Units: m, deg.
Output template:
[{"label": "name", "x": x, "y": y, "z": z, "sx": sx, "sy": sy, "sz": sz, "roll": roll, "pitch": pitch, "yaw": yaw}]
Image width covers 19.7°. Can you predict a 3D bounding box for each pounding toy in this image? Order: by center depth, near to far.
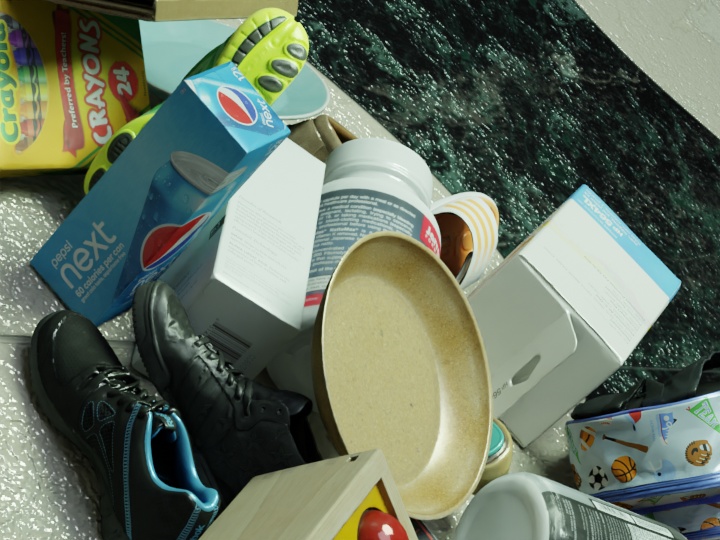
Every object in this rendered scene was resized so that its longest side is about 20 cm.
[{"label": "pounding toy", "x": 0.002, "y": 0.233, "z": 1.307, "sx": 0.202, "sy": 0.141, "sz": 0.184, "roll": 67, "pitch": 30, "yaw": -14}]

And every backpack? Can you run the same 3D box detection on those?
[{"label": "backpack", "x": 0.255, "y": 0.150, "z": 1.670, "sx": 0.190, "sy": 0.199, "sz": 0.156, "roll": 15, "pitch": 59, "yaw": -59}]

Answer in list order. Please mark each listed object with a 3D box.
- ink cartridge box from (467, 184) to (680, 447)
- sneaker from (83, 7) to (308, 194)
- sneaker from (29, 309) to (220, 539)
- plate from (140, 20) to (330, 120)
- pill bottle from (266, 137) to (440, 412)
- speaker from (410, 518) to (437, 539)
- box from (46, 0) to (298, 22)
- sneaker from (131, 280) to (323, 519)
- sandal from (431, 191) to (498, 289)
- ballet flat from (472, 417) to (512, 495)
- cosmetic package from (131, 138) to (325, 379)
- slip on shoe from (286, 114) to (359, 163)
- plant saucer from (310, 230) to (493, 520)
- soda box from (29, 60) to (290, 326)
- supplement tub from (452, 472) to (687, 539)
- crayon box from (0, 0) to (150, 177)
[{"label": "ink cartridge box", "x": 0.160, "y": 0.040, "z": 1.741, "sx": 0.125, "sy": 0.129, "sz": 0.200, "roll": 46, "pitch": 32, "yaw": 2}, {"label": "sneaker", "x": -0.115, "y": -0.108, "z": 1.517, "sx": 0.074, "sy": 0.200, "sz": 0.084, "roll": 49, "pitch": -5, "yaw": -3}, {"label": "sneaker", "x": -0.150, "y": 0.101, "z": 1.363, "sx": 0.073, "sy": 0.082, "sz": 0.201, "roll": -4, "pitch": 56, "yaw": -47}, {"label": "plate", "x": -0.122, "y": -0.160, "z": 1.684, "sx": 0.198, "sy": 0.026, "sz": 0.201, "roll": 15, "pitch": 24, "yaw": -7}, {"label": "pill bottle", "x": 0.000, "y": 0.000, "z": 1.581, "sx": 0.119, "sy": 0.119, "sz": 0.201, "roll": 31, "pitch": 46, "yaw": -22}, {"label": "speaker", "x": 0.041, "y": 0.235, "z": 1.439, "sx": 0.200, "sy": 0.081, "sz": 0.081, "roll": 51, "pitch": 33, "yaw": 8}, {"label": "box", "x": -0.163, "y": -0.206, "z": 1.520, "sx": 0.162, "sy": 0.022, "sz": 0.200, "roll": 14, "pitch": 14, "yaw": 26}, {"label": "sneaker", "x": -0.078, "y": 0.093, "z": 1.396, "sx": 0.060, "sy": 0.103, "sz": 0.202, "roll": -25, "pitch": 99, "yaw": -74}, {"label": "sandal", "x": 0.065, "y": -0.012, "z": 1.731, "sx": 0.206, "sy": 0.059, "sz": 0.080, "roll": -17, "pitch": 111, "yaw": -48}, {"label": "ballet flat", "x": 0.048, "y": 0.103, "z": 1.605, "sx": 0.068, "sy": 0.063, "sz": 0.200, "roll": -27, "pitch": 50, "yaw": -15}, {"label": "cosmetic package", "x": -0.094, "y": -0.008, "z": 1.521, "sx": 0.081, "sy": 0.113, "sz": 0.201, "roll": 32, "pitch": 33, "yaw": -21}, {"label": "slip on shoe", "x": 0.003, "y": -0.075, "z": 1.723, "sx": 0.199, "sy": 0.060, "sz": 0.077, "roll": 32, "pitch": 31, "yaw": -45}, {"label": "plant saucer", "x": 0.023, "y": 0.075, "z": 1.437, "sx": 0.199, "sy": 0.035, "sz": 0.202, "roll": 23, "pitch": 61, "yaw": -49}, {"label": "soda box", "x": -0.140, "y": -0.050, "z": 1.429, "sx": 0.068, "sy": 0.200, "sz": 0.064, "roll": 48, "pitch": 33, "yaw": 6}, {"label": "supplement tub", "x": 0.173, "y": 0.234, "z": 1.549, "sx": 0.199, "sy": 0.122, "sz": 0.123, "roll": 24, "pitch": 38, "yaw": -32}, {"label": "crayon box", "x": -0.238, "y": -0.132, "z": 1.500, "sx": 0.199, "sy": 0.050, "sz": 0.128, "roll": -7, "pitch": 89, "yaw": -51}]
